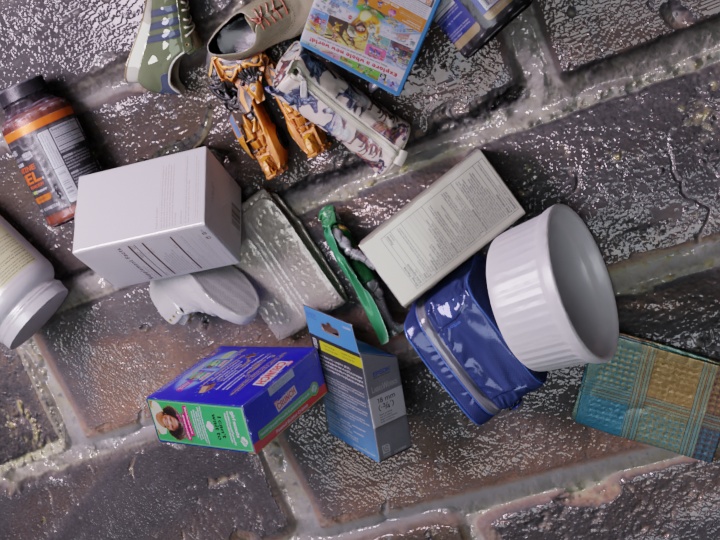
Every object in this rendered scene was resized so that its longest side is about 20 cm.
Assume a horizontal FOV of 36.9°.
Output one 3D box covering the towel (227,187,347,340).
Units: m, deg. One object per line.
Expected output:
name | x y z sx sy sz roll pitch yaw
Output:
towel | -0.121 -0.008 1.539 0.131 0.035 0.202 -30 98 26

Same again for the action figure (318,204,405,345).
action figure | 0.000 0.000 1.477 0.054 0.118 0.202 -31 89 1

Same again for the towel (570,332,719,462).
towel | 0.393 0.166 1.443 0.197 0.022 0.149 16 114 10

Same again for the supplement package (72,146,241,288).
supplement package | -0.274 -0.069 1.470 0.196 0.120 0.123 -10 63 15

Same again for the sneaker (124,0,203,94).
sneaker | -0.247 -0.330 1.452 0.089 0.067 0.203 23 115 0

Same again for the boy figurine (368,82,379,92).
boy figurine | -0.006 -0.334 1.369 0.123 0.064 0.202 -27 101 30

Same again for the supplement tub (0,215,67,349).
supplement tub | -0.554 0.005 1.619 0.200 0.145 0.145 43 116 0

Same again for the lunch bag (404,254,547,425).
lunch bag | 0.154 0.102 1.432 0.132 0.136 0.201 -35 97 25

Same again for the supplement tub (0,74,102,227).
supplement tub | -0.442 -0.172 1.543 0.106 0.107 0.203 -20 101 23

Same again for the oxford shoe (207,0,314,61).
oxford shoe | -0.105 -0.314 1.338 0.198 0.075 0.071 -30 97 25

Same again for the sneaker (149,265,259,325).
sneaker | -0.227 0.041 1.555 0.199 0.073 0.117 34 135 23

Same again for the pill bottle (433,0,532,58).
pill bottle | 0.107 -0.367 1.295 0.111 0.112 0.201 -38 94 25

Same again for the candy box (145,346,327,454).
candy box | -0.172 0.176 1.516 0.198 0.169 0.078 -3 112 40

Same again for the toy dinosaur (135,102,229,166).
toy dinosaur | -0.238 -0.159 1.502 0.088 0.048 0.199 33 138 -31

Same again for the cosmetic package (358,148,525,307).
cosmetic package | 0.104 -0.056 1.395 0.199 0.071 0.106 -36 94 7

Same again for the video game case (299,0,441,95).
video game case | 0.020 -0.322 1.276 0.141 0.018 0.202 27 128 2

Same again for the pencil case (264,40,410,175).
pencil case | -0.024 -0.206 1.384 0.199 0.090 0.078 35 108 -16

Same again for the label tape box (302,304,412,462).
label tape box | -0.004 0.145 1.496 0.144 0.062 0.204 18 122 57

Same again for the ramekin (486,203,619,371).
ramekin | 0.238 0.028 1.350 0.097 0.200 0.203 -20 102 31

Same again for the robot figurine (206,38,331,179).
robot figurine | -0.127 -0.233 1.446 0.143 0.058 0.202 -24 100 21
